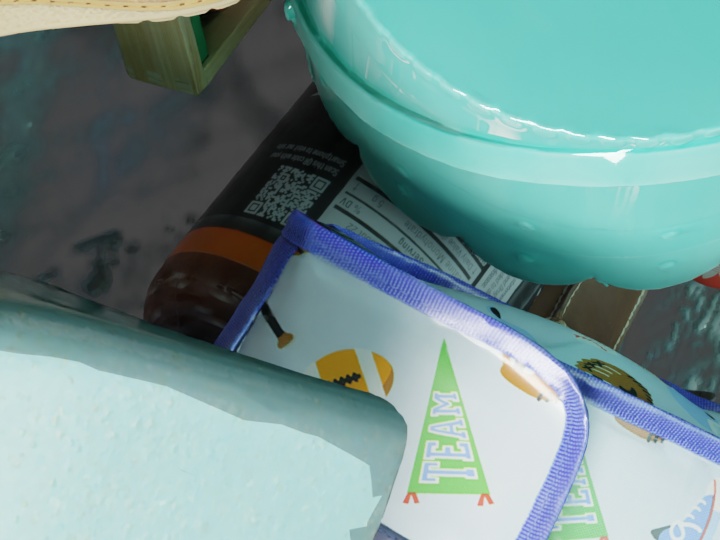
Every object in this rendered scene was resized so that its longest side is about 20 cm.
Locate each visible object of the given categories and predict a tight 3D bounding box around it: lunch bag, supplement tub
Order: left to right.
[{"bbox_3d":[0.000,0.000,0.884,0.200,0.106,0.107,-51,137,-24],"label":"supplement tub"},{"bbox_3d":[0.026,0.095,0.788,0.199,0.124,0.171,27,94,-24],"label":"lunch bag"}]

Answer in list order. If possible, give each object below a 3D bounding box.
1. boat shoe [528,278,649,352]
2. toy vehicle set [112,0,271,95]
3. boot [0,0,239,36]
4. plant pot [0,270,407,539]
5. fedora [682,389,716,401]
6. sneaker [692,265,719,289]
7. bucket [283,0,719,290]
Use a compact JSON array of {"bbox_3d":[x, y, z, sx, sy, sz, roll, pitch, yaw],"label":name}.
[{"bbox_3d":[0.063,0.060,1.008,0.201,0.071,0.076,-55,138,-21],"label":"boat shoe"},{"bbox_3d":[-0.048,-0.167,0.785,0.125,0.026,0.201,-57,150,-35],"label":"toy vehicle set"},{"bbox_3d":[-0.073,-0.136,0.614,0.199,0.072,0.167,-21,135,-15],"label":"boot"},{"bbox_3d":[-0.146,0.080,0.678,0.199,0.195,0.198,24,85,-40],"label":"plant pot"},{"bbox_3d":[0.105,0.137,0.973,0.178,0.090,0.200,-60,177,21],"label":"fedora"},{"bbox_3d":[0.164,-0.027,1.027,0.070,0.200,0.094,30,98,-14],"label":"sneaker"},{"bbox_3d":[0.076,-0.103,0.775,0.135,0.206,0.208,70,45,-77],"label":"bucket"}]
